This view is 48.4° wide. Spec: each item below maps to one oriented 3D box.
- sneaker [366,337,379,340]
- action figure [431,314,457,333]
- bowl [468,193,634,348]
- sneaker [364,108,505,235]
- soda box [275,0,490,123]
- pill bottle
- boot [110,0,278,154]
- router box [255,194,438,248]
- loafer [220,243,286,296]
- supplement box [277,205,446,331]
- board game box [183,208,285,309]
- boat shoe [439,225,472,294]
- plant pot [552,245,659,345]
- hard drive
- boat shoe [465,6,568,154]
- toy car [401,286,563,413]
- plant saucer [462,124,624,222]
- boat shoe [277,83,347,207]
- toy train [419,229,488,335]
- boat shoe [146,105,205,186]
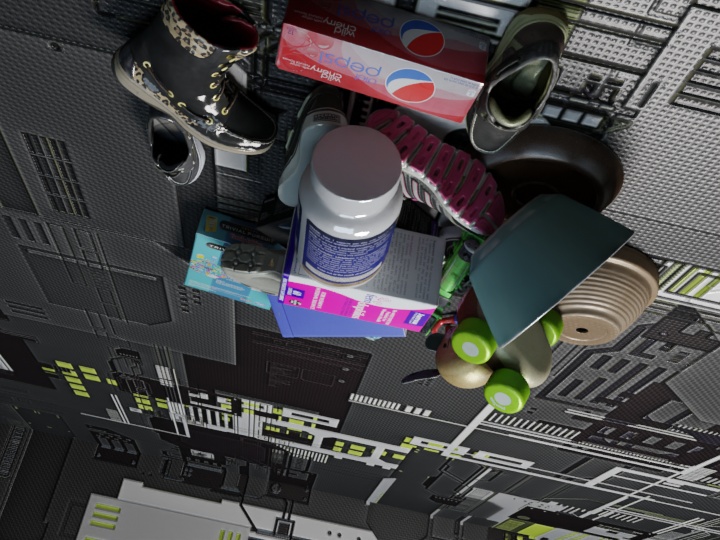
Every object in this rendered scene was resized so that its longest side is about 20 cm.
[{"bbox_3d":[-0.029,0.072,1.338,0.200,0.080,0.131,0,149,23],"label":"sneaker"},{"bbox_3d":[0.214,0.090,1.315,0.200,0.052,0.065,-15,139,37],"label":"action figure"},{"bbox_3d":[0.204,-0.013,0.928,0.105,0.201,0.201,50,153,10],"label":"bowl"},{"bbox_3d":[0.079,-0.107,0.940,0.200,0.074,0.087,35,160,-8],"label":"sneaker"},{"bbox_3d":[0.021,-0.214,0.786,0.200,0.064,0.070,15,153,-7],"label":"soda box"},{"bbox_3d":[-0.014,-0.068,0.903,0.116,0.116,0.200,12,154,-1],"label":"pill bottle"},{"bbox_3d":[-0.152,-0.210,0.859,0.200,0.073,0.151,31,148,-23],"label":"boot"},{"bbox_3d":[-0.018,-0.062,1.104,0.200,0.052,0.157,-12,145,38],"label":"router box"},{"bbox_3d":[-0.101,0.006,1.143,0.200,0.070,0.070,14,161,16],"label":"loafer"},{"bbox_3d":[0.000,0.000,1.046,0.200,0.104,0.101,11,155,-5],"label":"supplement box"},{"bbox_3d":[-0.193,-0.013,1.274,0.151,0.047,0.200,17,152,-10],"label":"board game box"},{"bbox_3d":[0.163,0.009,1.151,0.073,0.068,0.199,-1,150,23],"label":"boat shoe"},{"bbox_3d":[0.317,0.044,1.134,0.200,0.093,0.201,8,152,4],"label":"plant pot"},{"bbox_3d":[-0.035,0.057,1.233,0.200,0.025,0.132,-1,140,10],"label":"hard drive"},{"bbox_3d":[0.149,-0.174,0.807,0.072,0.066,0.201,16,151,-4],"label":"boat shoe"},{"bbox_3d":[0.145,0.099,1.087,0.200,0.164,0.158,-19,111,44],"label":"toy car"},{"bbox_3d":[0.212,-0.101,0.964,0.200,0.032,0.200,10,153,5],"label":"plant saucer"},{"bbox_3d":[-0.053,-0.142,0.952,0.071,0.064,0.200,6,154,-15],"label":"boat shoe"},{"bbox_3d":[0.119,0.016,1.090,0.042,0.056,0.200,30,135,4],"label":"toy train"},{"bbox_3d":[-0.234,-0.153,0.999,0.070,0.066,0.200,15,153,-6],"label":"boat shoe"}]
